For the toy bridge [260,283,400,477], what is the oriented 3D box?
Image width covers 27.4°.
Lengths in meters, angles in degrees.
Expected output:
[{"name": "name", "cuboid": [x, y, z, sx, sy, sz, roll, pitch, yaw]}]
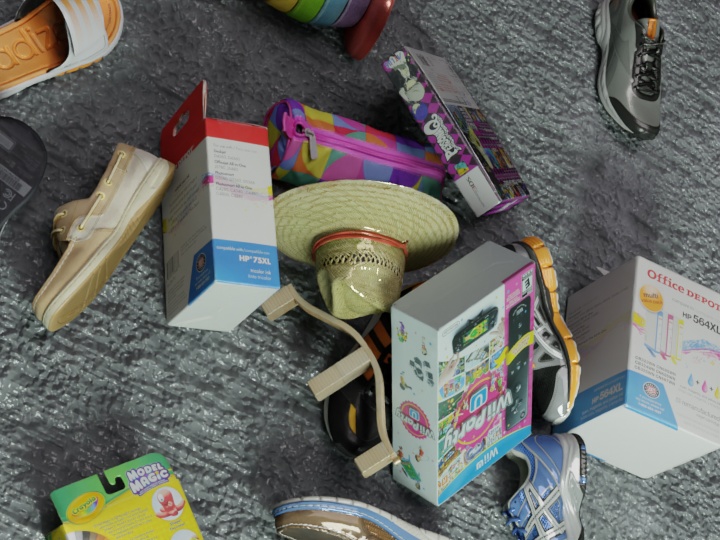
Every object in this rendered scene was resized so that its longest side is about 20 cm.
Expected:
[{"name": "toy bridge", "cuboid": [-0.017, 0.095, 1.368, 0.067, 0.027, 0.201, -32, 70, -3]}]

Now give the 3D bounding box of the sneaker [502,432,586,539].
[{"name": "sneaker", "cuboid": [0.176, 0.255, 1.442, 0.076, 0.076, 0.201, 7, 63, -5]}]

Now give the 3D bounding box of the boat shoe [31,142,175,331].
[{"name": "boat shoe", "cuboid": [-0.241, -0.034, 1.314, 0.069, 0.074, 0.201, 31, 54, 0]}]

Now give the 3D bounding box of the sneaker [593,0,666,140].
[{"name": "sneaker", "cuboid": [0.326, -0.249, 1.756, 0.074, 0.079, 0.202, 9, 65, -30]}]

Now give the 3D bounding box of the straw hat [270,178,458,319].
[{"name": "straw hat", "cuboid": [0.000, 0.000, 1.364, 0.200, 0.201, 0.086, 15, 63, -25]}]

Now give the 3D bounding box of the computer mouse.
[{"name": "computer mouse", "cuboid": [-0.365, -0.059, 1.260, 0.140, 0.046, 0.201, 33, 66, -20]}]

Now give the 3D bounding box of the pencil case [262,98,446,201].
[{"name": "pencil case", "cuboid": [-0.008, -0.110, 1.480, 0.199, 0.088, 0.089, 13, 62, -27]}]

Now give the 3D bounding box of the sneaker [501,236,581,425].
[{"name": "sneaker", "cuboid": [0.169, 0.064, 1.522, 0.077, 0.078, 0.201, -6, 68, -20]}]

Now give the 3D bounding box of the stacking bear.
[{"name": "stacking bear", "cuboid": [-0.070, -0.312, 1.525, 0.199, 0.114, 0.122, 12, 62, -22]}]

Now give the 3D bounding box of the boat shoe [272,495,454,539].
[{"name": "boat shoe", "cuboid": [0.009, 0.258, 1.326, 0.199, 0.072, 0.073, 21, 60, -22]}]

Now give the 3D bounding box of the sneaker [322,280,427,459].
[{"name": "sneaker", "cuboid": [0.031, 0.084, 1.408, 0.070, 0.090, 0.201, 37, 54, -12]}]

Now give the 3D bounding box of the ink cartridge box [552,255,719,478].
[{"name": "ink cartridge box", "cuboid": [0.295, 0.091, 1.547, 0.128, 0.125, 0.201, 23, 58, -21]}]

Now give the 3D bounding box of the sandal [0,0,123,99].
[{"name": "sandal", "cuboid": [-0.291, -0.218, 1.368, 0.079, 0.059, 0.206, 51, 52, -2]}]

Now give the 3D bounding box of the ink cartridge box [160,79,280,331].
[{"name": "ink cartridge box", "cuboid": [-0.132, -0.059, 1.357, 0.067, 0.116, 0.201, 7, 65, -28]}]

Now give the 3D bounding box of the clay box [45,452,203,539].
[{"name": "clay box", "cuboid": [-0.178, 0.262, 1.223, 0.114, 0.048, 0.201, -17, 77, -36]}]

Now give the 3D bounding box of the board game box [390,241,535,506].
[{"name": "board game box", "cuboid": [0.097, 0.096, 1.386, 0.064, 0.201, 0.147, 26, 42, 36]}]

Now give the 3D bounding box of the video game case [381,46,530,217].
[{"name": "video game case", "cuboid": [0.103, -0.142, 1.524, 0.182, 0.036, 0.200, 58, 15, 3]}]
